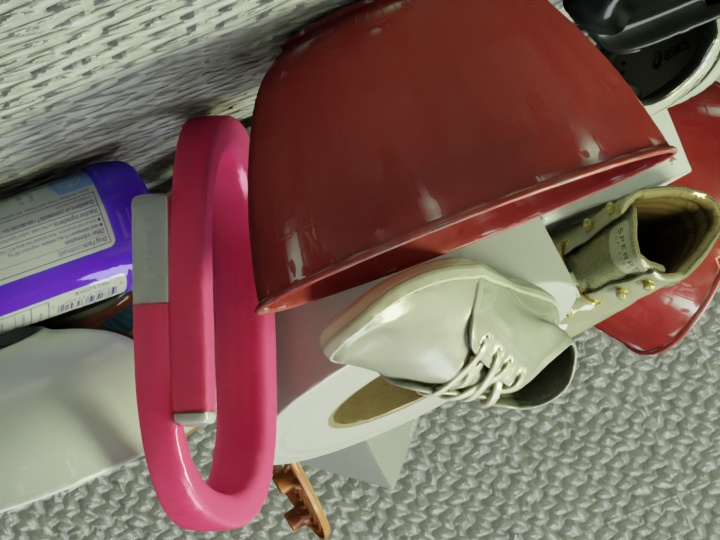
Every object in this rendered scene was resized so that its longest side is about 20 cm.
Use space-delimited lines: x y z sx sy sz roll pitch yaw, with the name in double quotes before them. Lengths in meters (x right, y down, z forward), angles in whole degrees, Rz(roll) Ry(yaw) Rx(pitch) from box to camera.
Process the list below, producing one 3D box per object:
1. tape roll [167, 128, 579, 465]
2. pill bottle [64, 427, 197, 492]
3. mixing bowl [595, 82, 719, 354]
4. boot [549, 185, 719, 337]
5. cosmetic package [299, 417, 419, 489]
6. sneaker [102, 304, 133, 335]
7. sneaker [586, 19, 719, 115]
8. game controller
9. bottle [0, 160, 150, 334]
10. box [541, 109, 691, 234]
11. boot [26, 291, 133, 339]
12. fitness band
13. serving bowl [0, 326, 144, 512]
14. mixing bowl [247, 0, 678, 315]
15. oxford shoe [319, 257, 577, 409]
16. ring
"tape roll" 0.000 0.000 1.438 0.202 0.140 0.203 -24 165 -7
"pill bottle" -0.140 0.059 1.774 0.200 0.115 0.114 -34 -178 -20
"mixing bowl" 0.177 -0.050 1.855 0.108 0.201 0.200 14 164 -19
"boot" 0.116 0.011 1.610 0.200 0.072 0.155 -24 177 -40
"cosmetic package" -0.013 0.058 1.704 0.090 0.107 0.200 15 163 18
"sneaker" -0.158 0.018 1.626 0.080 0.077 0.200 -9 -178 -19
"sneaker" 0.123 -0.102 1.518 0.200 0.076 0.088 -34 175 1
"game controller" 0.201 -0.165 1.336 0.199 0.042 0.104 -22 162 14
"bottle" -0.196 0.006 1.277 0.199 0.066 0.084 -20 -177 -14
"box" 0.097 -0.063 1.704 0.124 0.098 0.200 -19 174 -32
"boot" -0.151 0.040 1.446 0.188 0.069 0.200 -22 152 24
"fitness band" -0.071 0.025 1.270 0.037 0.201 0.144 -3 173 14
"serving bowl" -0.187 0.071 1.294 0.199 0.066 0.200 -16 -173 2
"mixing bowl" 0.027 -0.065 1.156 0.199 0.109 0.200 -22 177 -1
"oxford shoe" 0.051 0.037 1.288 0.075 0.058 0.200 -36 158 23
"ring" -0.076 0.079 1.593 0.019 0.201 0.200 -31 178 -8
